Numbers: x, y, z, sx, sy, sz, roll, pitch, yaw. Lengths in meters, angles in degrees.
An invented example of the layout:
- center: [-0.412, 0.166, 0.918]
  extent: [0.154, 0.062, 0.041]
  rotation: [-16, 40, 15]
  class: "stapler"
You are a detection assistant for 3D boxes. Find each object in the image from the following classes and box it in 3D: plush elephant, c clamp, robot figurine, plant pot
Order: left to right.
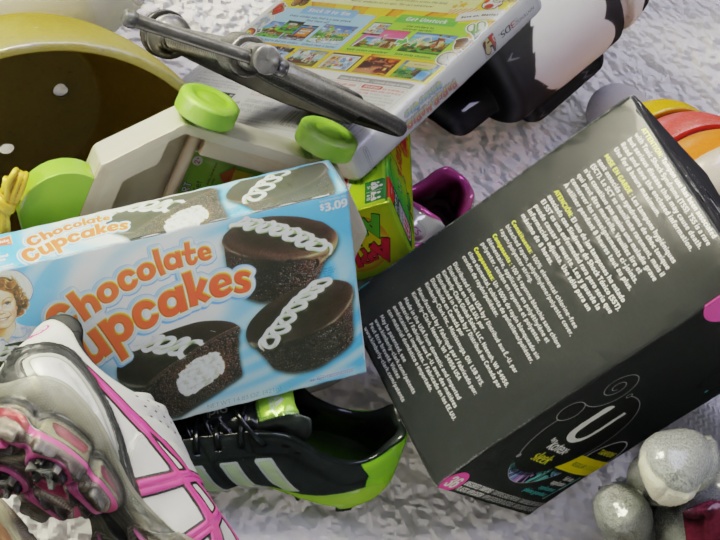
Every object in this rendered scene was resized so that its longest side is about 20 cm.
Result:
- center: [-0.183, -0.064, 0.902]
  extent: [0.200, 0.200, 0.142]
  rotation: [4, 30, -24]
  class: "plant pot"
- center: [-0.061, -0.111, 0.857]
  extent: [0.171, 0.027, 0.200]
  rotation: [20, 3, -21]
  class: "c clamp"
- center: [0.116, -0.184, 1.151]
  extent: [0.200, 0.150, 0.125]
  rotation: [-40, 85, -11]
  class: "robot figurine"
- center: [0.194, 0.180, 0.898]
  extent: [0.164, 0.200, 0.155]
  rotation: [6, 73, -20]
  class: "plush elephant"

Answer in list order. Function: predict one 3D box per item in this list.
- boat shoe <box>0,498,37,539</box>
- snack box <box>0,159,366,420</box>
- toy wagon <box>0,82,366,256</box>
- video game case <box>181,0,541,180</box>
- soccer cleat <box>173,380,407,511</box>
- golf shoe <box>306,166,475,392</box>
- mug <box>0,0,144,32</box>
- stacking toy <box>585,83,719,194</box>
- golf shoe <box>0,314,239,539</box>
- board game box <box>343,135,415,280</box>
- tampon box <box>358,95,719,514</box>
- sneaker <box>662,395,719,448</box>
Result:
- center: [-0.169, 0.187, 0.755]
  extent: [0.072, 0.076, 0.200]
  rotation: [-14, 54, -26]
  class: "boat shoe"
- center: [-0.100, 0.021, 0.827]
  extent: [0.200, 0.116, 0.037]
  rotation: [-14, 35, -11]
  class: "snack box"
- center: [-0.097, -0.023, 0.848]
  extent: [0.200, 0.155, 0.040]
  rotation: [14, 26, -27]
  class: "toy wagon"
- center: [-0.016, -0.129, 1.020]
  extent: [0.200, 0.023, 0.182]
  rotation: [14, 48, 45]
  class: "video game case"
- center: [-0.071, 0.088, 0.882]
  extent: [0.200, 0.081, 0.068]
  rotation: [6, 49, -20]
  class: "soccer cleat"
- center: [0.000, 0.000, 0.990]
  extent: [0.075, 0.092, 0.200]
  rotation: [41, 47, 8]
  class: "golf shoe"
- center: [-0.208, -0.205, 0.986]
  extent: [0.153, 0.150, 0.187]
  rotation: [-3, 36, 7]
  class: "mug"
- center: [0.220, -0.076, 1.159]
  extent: [0.146, 0.146, 0.200]
  rotation: [1, 37, -26]
  class: "stacking toy"
- center: [-0.103, 0.105, 0.800]
  extent: [0.200, 0.073, 0.092]
  rotation: [53, 40, -35]
  class: "golf shoe"
- center: [-0.023, -0.064, 0.997]
  extent: [0.101, 0.048, 0.200]
  rotation: [-16, 34, 11]
  class: "board game box"
- center: [0.123, 0.027, 0.918]
  extent: [0.150, 0.200, 0.126]
  rotation: [27, 32, -59]
  class: "tampon box"
- center: [0.186, 0.038, 1.065]
  extent: [0.200, 0.075, 0.115]
  rotation: [40, 44, 4]
  class: "sneaker"
